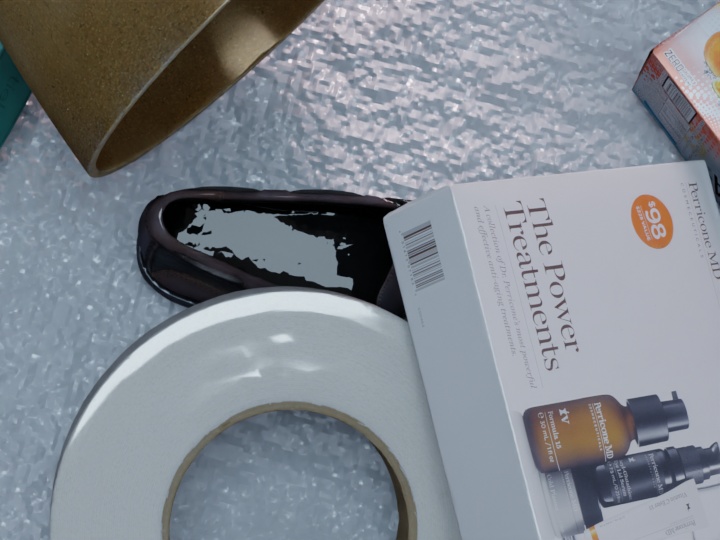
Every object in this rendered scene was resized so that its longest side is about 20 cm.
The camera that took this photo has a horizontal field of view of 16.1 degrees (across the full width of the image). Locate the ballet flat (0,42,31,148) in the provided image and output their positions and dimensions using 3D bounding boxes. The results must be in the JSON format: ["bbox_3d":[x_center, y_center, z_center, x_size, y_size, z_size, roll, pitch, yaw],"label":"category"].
[{"bbox_3d":[-0.206,-0.028,1.103,0.070,0.067,0.201,17,77,26],"label":"ballet flat"}]

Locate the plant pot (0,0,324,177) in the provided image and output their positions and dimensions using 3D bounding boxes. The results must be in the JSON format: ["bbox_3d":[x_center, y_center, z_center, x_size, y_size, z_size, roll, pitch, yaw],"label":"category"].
[{"bbox_3d":[-0.108,-0.175,1.061,0.186,0.186,0.200,-41,86,-10],"label":"plant pot"}]

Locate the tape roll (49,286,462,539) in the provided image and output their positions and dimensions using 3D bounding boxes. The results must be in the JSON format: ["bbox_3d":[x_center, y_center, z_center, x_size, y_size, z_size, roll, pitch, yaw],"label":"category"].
[{"bbox_3d":[-0.031,0.108,1.063,0.201,0.037,0.204,0,93,-7],"label":"tape roll"}]

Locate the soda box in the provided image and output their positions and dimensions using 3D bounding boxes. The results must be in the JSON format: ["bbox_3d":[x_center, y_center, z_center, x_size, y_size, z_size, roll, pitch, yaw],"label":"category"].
[{"bbox_3d":[0.206,-0.029,1.113,0.068,0.064,0.200,-35,82,-9],"label":"soda box"}]

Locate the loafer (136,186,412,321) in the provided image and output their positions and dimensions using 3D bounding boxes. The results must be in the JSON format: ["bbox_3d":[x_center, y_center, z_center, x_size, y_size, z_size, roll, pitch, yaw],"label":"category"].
[{"bbox_3d":[0.000,0.000,1.098,0.199,0.063,0.072,8,78,-1],"label":"loafer"}]

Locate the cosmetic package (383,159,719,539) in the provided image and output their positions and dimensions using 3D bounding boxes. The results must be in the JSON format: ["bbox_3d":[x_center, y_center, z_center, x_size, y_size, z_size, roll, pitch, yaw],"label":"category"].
[{"bbox_3d":[0.103,0.060,1.058,0.150,0.052,0.201,-7,79,-40],"label":"cosmetic package"}]
